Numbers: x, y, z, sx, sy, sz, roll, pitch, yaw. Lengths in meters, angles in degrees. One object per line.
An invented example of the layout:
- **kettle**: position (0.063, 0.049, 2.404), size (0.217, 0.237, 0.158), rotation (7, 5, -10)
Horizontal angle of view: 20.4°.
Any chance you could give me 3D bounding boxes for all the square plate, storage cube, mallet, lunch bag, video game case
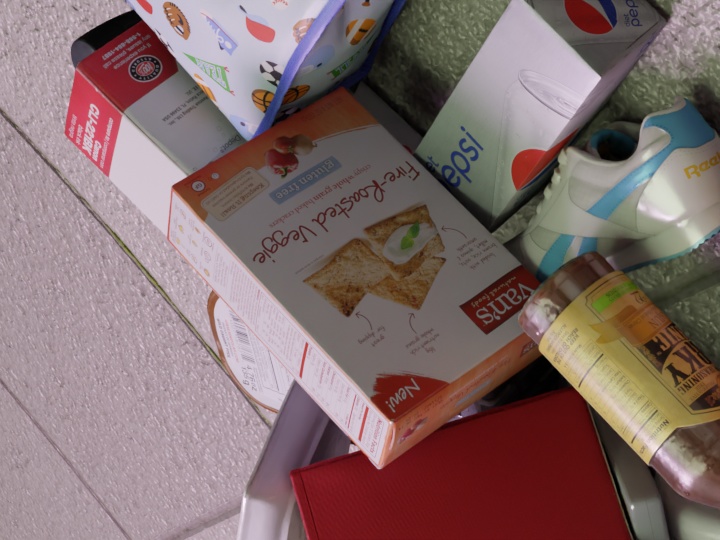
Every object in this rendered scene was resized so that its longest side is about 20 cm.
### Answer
- **square plate**: position (-0.038, 0.136, 1.294), size (0.028, 0.198, 0.200), rotation (18, 136, 9)
- **storage cube**: position (0.074, 0.196, 1.196), size (0.171, 0.179, 0.200), rotation (75, 178, -69)
- **mallet**: position (-0.128, -0.095, 1.390), size (0.200, 0.066, 0.041), rotation (56, 146, 15)
- **lunch bag**: position (-0.055, -0.196, 1.174), size (0.170, 0.124, 0.200), rotation (46, 156, 8)
- **video game case**: position (0.163, 0.148, 1.238), size (0.200, 0.022, 0.183), rotation (-106, 0, -57)

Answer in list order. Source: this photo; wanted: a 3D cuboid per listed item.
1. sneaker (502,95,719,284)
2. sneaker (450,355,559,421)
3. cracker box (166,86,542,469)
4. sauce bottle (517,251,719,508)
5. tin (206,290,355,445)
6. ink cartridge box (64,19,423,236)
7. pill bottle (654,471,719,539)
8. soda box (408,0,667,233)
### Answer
- **sneaker**: position (0.140, -0.038, 1.146), size (0.200, 0.076, 0.081), rotation (-25, 93, 52)
- **sneaker**: position (0.077, 0.076, 1.335), size (0.115, 0.075, 0.200), rotation (21, 139, 42)
- **cracker box**: position (0.000, 0.000, 1.166), size (0.200, 0.134, 0.058), rotation (46, 151, 20)
- **sauce bottle**: position (0.172, 0.077, 1.073), size (0.200, 0.065, 0.065), rotation (46, 149, 16)
- **tin**: position (-0.035, 0.060, 1.415), size (0.200, 0.042, 0.112), rotation (17, 133, 45)
- **ink cartridge box**: position (-0.069, -0.079, 1.289), size (0.200, 0.144, 0.084), rotation (44, 149, 13)
- **pill bottle**: position (0.245, 0.193, 1.202), size (0.112, 0.112, 0.200), rotation (18, 135, 41)
- **soda box**: position (0.095, -0.096, 1.141), size (0.068, 0.063, 0.200), rotation (46, 148, 7)
